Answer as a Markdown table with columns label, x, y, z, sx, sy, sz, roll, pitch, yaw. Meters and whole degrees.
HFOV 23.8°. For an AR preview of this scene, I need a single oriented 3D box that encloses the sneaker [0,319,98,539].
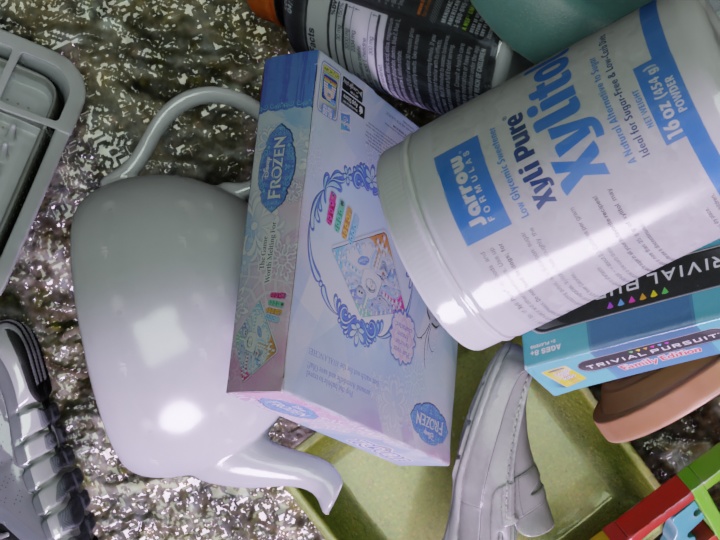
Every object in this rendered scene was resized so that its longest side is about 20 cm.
| label | x | y | z | sx | sy | sz | roll | pitch | yaw |
| --- | --- | --- | --- | --- | --- | --- | --- | --- | --- |
| sneaker | -0.244 | 0.142 | 1.116 | 0.114 | 0.075 | 0.202 | -16 | 87 | 2 |

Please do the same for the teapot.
| label | x | y | z | sx | sy | sz | roll | pitch | yaw |
| --- | --- | --- | --- | --- | --- | --- | --- | --- | --- |
| teapot | -0.089 | 0.023 | 1.051 | 0.144 | 0.198 | 0.201 | -12 | 129 | 1 |

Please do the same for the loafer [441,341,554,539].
| label | x | y | z | sx | sy | sz | roll | pitch | yaw |
| --- | --- | --- | --- | --- | --- | --- | --- | --- | --- |
| loafer | 0.091 | 0.146 | 1.088 | 0.069 | 0.070 | 0.202 | 12 | 104 | 9 |

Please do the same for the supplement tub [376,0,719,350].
| label | x | y | z | sx | sy | sz | roll | pitch | yaw |
| --- | --- | --- | --- | --- | --- | --- | --- | --- | --- |
| supplement tub | 0.123 | -0.054 | 0.939 | 0.199 | 0.132 | 0.133 | -28 | 98 | 18 |

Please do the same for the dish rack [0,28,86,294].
| label | x | y | z | sx | sy | sz | roll | pitch | yaw |
| --- | --- | --- | --- | --- | --- | --- | --- | --- | --- |
| dish rack | -0.277 | -0.070 | 1.060 | 0.170 | 0.044 | 0.202 | 21 | 58 | -8 |

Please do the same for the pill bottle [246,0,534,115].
| label | x | y | z | sx | sy | sz | roll | pitch | yaw |
| --- | --- | --- | --- | --- | --- | --- | --- | --- | --- |
| pill bottle | 0.025 | -0.162 | 1.052 | 0.199 | 0.106 | 0.107 | 24 | 95 | 26 |

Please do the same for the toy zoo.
| label | x | y | z | sx | sy | sz | roll | pitch | yaw |
| --- | --- | --- | --- | --- | --- | --- | --- | --- | --- |
| toy zoo | 0.194 | 0.208 | 1.142 | 0.199 | 0.020 | 0.132 | -36 | 131 | -2 |

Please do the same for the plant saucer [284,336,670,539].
| label | x | y | z | sx | sy | sz | roll | pitch | yaw |
| --- | --- | --- | --- | --- | --- | --- | --- | --- | --- |
| plant saucer | 0.076 | 0.144 | 1.148 | 0.199 | 0.048 | 0.201 | -38 | 97 | 0 |

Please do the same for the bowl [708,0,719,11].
| label | x | y | z | sx | sy | sz | roll | pitch | yaw |
| --- | --- | --- | --- | --- | --- | --- | --- | --- | --- |
| bowl | 0.211 | -0.066 | 1.096 | 0.199 | 0.090 | 0.203 | -12 | 64 | 27 |

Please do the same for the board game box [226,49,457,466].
| label | x | y | z | sx | sy | sz | roll | pitch | yaw |
| --- | --- | --- | --- | --- | --- | --- | --- | --- | --- |
| board game box | 0.000 | 0.000 | 1.029 | 0.043 | 0.200 | 0.201 | -5 | 70 | 30 |

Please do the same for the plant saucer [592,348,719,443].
| label | x | y | z | sx | sy | sz | roll | pitch | yaw |
| --- | --- | --- | --- | --- | --- | --- | --- | --- | --- |
| plant saucer | 0.225 | 0.034 | 1.072 | 0.200 | 0.200 | 0.032 | -38 | 92 | 0 |

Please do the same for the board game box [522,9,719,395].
| label | x | y | z | sx | sy | sz | roll | pitch | yaw |
| --- | --- | --- | --- | --- | --- | --- | --- | --- | --- |
| board game box | 0.167 | -0.042 | 1.019 | 0.150 | 0.047 | 0.202 | -17 | 58 | 26 |

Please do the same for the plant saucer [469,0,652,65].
| label | x | y | z | sx | sy | sz | roll | pitch | yaw |
| --- | --- | --- | --- | --- | --- | --- | --- | --- | --- |
| plant saucer | 0.133 | -0.212 | 0.977 | 0.198 | 0.036 | 0.203 | 3 | 84 | -33 |
